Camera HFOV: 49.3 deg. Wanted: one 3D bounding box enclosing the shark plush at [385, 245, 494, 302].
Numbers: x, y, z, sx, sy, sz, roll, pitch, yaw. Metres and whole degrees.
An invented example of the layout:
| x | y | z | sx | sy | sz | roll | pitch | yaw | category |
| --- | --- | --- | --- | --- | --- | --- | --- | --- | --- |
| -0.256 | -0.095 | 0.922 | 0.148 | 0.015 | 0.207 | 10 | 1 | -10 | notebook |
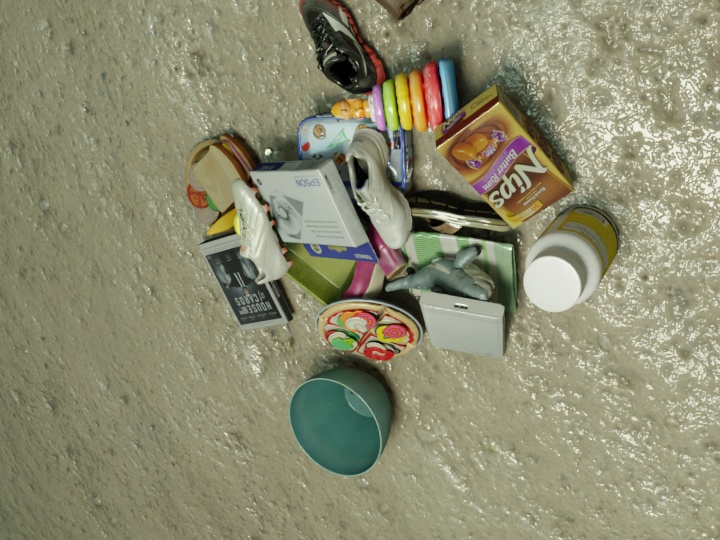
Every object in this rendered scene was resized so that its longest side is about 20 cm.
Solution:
| x | y | z | sx | sy | sz | roll | pitch | yaw | category |
| --- | --- | --- | --- | --- | --- | --- | --- | --- | --- |
| 0.125 | 0.014 | 1.270 | 0.197 | 0.084 | 0.092 | 8 | 136 | 26 | shark plush |

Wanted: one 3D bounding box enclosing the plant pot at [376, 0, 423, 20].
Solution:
| x | y | z | sx | sy | sz | roll | pitch | yaw | category |
| --- | --- | --- | --- | --- | --- | --- | --- | --- | --- |
| 0.039 | -0.487 | 1.129 | 0.198 | 0.201 | 0.200 | 45 | 125 | -4 | plant pot |

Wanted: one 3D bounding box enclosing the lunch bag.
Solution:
| x | y | z | sx | sy | sz | roll | pitch | yaw | category |
| --- | --- | --- | --- | --- | --- | --- | --- | --- | --- |
| -0.005 | -0.185 | 1.316 | 0.197 | 0.076 | 0.163 | 3 | 106 | 16 | lunch bag |

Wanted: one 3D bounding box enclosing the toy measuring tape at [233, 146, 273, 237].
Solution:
| x | y | z | sx | sy | sz | roll | pitch | yaw | category |
| --- | --- | --- | --- | --- | --- | --- | --- | --- | --- |
| -0.195 | -0.124 | 1.428 | 0.073 | 0.073 | 0.203 | 12 | 109 | 25 | toy measuring tape |

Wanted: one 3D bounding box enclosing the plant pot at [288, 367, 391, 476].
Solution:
| x | y | z | sx | sy | sz | roll | pitch | yaw | category |
| --- | --- | --- | --- | --- | --- | --- | --- | --- | --- |
| -0.019 | 0.267 | 1.493 | 0.197 | 0.135 | 0.203 | 12 | 116 | 26 | plant pot |

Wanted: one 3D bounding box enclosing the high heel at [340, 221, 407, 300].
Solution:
| x | y | z | sx | sy | sz | roll | pitch | yaw | category |
| --- | --- | --- | --- | --- | --- | --- | --- | --- | --- |
| 0.000 | 0.000 | 1.376 | 0.097 | 0.067 | 0.200 | 58 | 139 | 13 | high heel |

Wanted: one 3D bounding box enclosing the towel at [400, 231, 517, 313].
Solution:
| x | y | z | sx | sy | sz | roll | pitch | yaw | category |
| --- | --- | --- | --- | --- | --- | --- | --- | --- | --- |
| 0.163 | 0.001 | 1.314 | 0.197 | 0.024 | 0.154 | 11 | 138 | 26 | towel |

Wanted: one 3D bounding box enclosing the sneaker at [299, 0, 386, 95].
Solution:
| x | y | z | sx | sy | sz | roll | pitch | yaw | category |
| --- | --- | --- | --- | --- | --- | --- | --- | --- | --- |
| -0.042 | -0.367 | 1.271 | 0.071 | 0.098 | 0.202 | -37 | 88 | 37 | sneaker |

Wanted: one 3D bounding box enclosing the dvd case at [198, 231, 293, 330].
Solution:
| x | y | z | sx | sy | sz | roll | pitch | yaw | category |
| --- | --- | --- | --- | --- | --- | --- | --- | --- | --- |
| -0.229 | 0.022 | 1.558 | 0.149 | 0.025 | 0.202 | -11 | 109 | 42 | dvd case |

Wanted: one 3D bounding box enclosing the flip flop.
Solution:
| x | y | z | sx | sy | sz | roll | pitch | yaw | category |
| --- | --- | --- | --- | --- | --- | --- | --- | --- | --- |
| 0.153 | -0.085 | 1.291 | 0.197 | 0.081 | 0.058 | 13 | 122 | 19 | flip flop |

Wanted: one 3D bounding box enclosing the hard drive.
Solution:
| x | y | z | sx | sy | sz | roll | pitch | yaw | category |
| --- | --- | --- | --- | --- | --- | --- | --- | --- | --- |
| 0.171 | 0.092 | 1.286 | 0.130 | 0.027 | 0.200 | 10 | 159 | 15 | hard drive |

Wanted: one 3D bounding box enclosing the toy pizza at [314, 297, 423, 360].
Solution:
| x | y | z | sx | sy | sz | roll | pitch | yaw | category |
| --- | --- | --- | --- | --- | --- | --- | --- | --- | --- |
| 0.014 | 0.113 | 1.407 | 0.197 | 0.032 | 0.201 | 6 | 146 | 4 | toy pizza |

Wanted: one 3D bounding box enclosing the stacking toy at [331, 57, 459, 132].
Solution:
| x | y | z | sx | sy | sz | roll | pitch | yaw | category |
| --- | --- | --- | --- | --- | --- | --- | --- | --- | --- |
| 0.051 | -0.257 | 1.212 | 0.197 | 0.116 | 0.112 | -8 | 106 | 7 | stacking toy |

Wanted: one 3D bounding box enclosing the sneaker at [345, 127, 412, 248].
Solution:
| x | y | z | sx | sy | sz | roll | pitch | yaw | category |
| --- | --- | --- | --- | --- | --- | --- | --- | --- | --- |
| 0.021 | -0.119 | 1.243 | 0.074 | 0.087 | 0.202 | -11 | 115 | 30 | sneaker |

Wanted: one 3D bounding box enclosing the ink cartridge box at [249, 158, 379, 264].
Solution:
| x | y | z | sx | sy | sz | roll | pitch | yaw | category |
| --- | --- | --- | --- | --- | --- | --- | --- | --- | --- |
| -0.080 | -0.089 | 1.315 | 0.198 | 0.041 | 0.202 | 6 | 130 | 49 | ink cartridge box |

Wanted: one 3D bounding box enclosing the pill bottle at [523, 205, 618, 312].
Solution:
| x | y | z | sx | sy | sz | roll | pitch | yaw | category |
| --- | --- | --- | --- | --- | --- | --- | --- | --- | --- |
| 0.305 | -0.016 | 1.149 | 0.110 | 0.200 | 0.113 | 12 | 115 | 26 | pill bottle |

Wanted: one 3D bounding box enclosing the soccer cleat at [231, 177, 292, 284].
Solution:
| x | y | z | sx | sy | sz | roll | pitch | yaw | category |
| --- | --- | --- | --- | --- | --- | --- | --- | --- | --- |
| -0.186 | -0.064 | 1.371 | 0.069 | 0.077 | 0.202 | 39 | 155 | 57 | soccer cleat |

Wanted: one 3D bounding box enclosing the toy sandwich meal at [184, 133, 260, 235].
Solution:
| x | y | z | sx | sy | sz | roll | pitch | yaw | category |
| --- | --- | --- | --- | --- | --- | --- | --- | --- | --- |
| -0.273 | -0.158 | 1.506 | 0.202 | 0.070 | 0.208 | 12 | 115 | 26 | toy sandwich meal |

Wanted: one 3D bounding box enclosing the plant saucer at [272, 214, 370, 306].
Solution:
| x | y | z | sx | sy | sz | roll | pitch | yaw | category |
| --- | --- | --- | --- | --- | --- | --- | --- | --- | --- |
| -0.069 | -0.056 | 1.443 | 0.199 | 0.048 | 0.201 | 37 | 124 | 13 | plant saucer |

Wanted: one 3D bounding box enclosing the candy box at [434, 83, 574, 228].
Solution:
| x | y | z | sx | sy | sz | roll | pitch | yaw | category |
| --- | --- | --- | --- | --- | --- | --- | --- | --- | --- |
| 0.215 | -0.164 | 1.166 | 0.116 | 0.057 | 0.199 | -33 | 124 | 28 | candy box |
